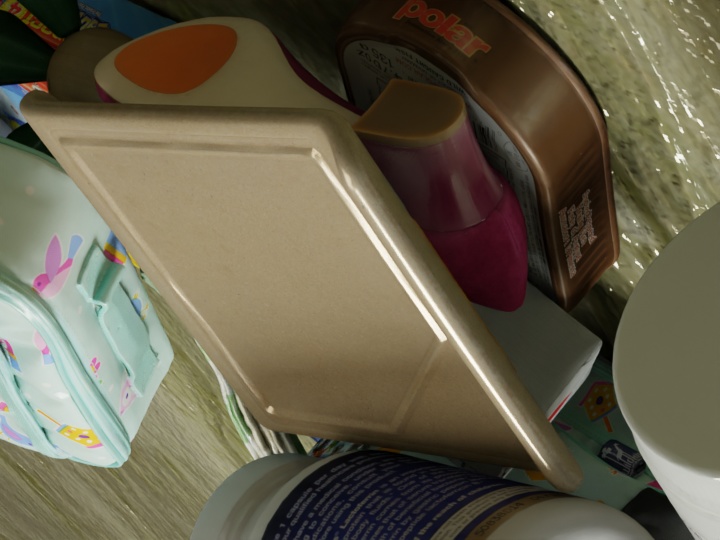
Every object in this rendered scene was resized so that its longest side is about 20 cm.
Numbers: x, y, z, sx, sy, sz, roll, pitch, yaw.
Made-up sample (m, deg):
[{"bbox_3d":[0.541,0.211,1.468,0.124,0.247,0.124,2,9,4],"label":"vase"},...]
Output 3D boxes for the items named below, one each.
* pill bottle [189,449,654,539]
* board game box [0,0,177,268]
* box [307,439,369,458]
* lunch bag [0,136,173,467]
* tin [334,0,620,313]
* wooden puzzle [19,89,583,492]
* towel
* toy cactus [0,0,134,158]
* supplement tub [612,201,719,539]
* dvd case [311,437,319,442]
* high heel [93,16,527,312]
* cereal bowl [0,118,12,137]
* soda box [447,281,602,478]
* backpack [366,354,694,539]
[{"bbox_3d":[0.022,0.132,1.030,0.200,0.116,0.116,9,146,53],"label":"pill bottle"},{"bbox_3d":[-0.132,-0.074,1.343,0.195,0.056,0.200,28,160,39],"label":"board game box"},{"bbox_3d":[0.002,0.134,1.394,0.040,0.137,0.200,48,154,-15],"label":"box"},{"bbox_3d":[-0.165,0.007,1.113,0.160,0.077,0.200,21,160,20],"label":"lunch bag"},{"bbox_3d":[0.046,-0.047,1.038,0.112,0.042,0.200,38,165,24],"label":"tin"},{"bbox_3d":[-0.020,0.001,0.989,0.199,0.037,0.185,11,144,48],"label":"wooden puzzle"},{"bbox_3d":[-0.058,0.050,1.201,0.201,0.023,0.153,61,179,-25],"label":"towel"},{"bbox_3d":[-0.140,-0.091,1.170,0.164,0.201,0.102,17,-163,29],"label":"toy cactus"},{"bbox_3d":[0.179,0.074,0.878,0.132,0.132,0.200,24,156,46],"label":"supplement tub"},{"bbox_3d":[-0.006,0.082,1.546,0.142,0.018,0.200,38,165,10],"label":"dvd case"},{"bbox_3d":[-0.021,-0.040,1.025,0.199,0.067,0.096,11,138,36],"label":"high heel"},{"bbox_3d":[-0.223,-0.043,1.314,0.200,0.083,0.200,39,-162,-15],"label":"cereal bowl"},{"bbox_3d":[0.000,0.000,1.083,0.200,0.068,0.063,39,165,8],"label":"soda box"},{"bbox_3d":[0.094,0.127,1.179,0.199,0.153,0.176,22,155,44],"label":"backpack"}]
